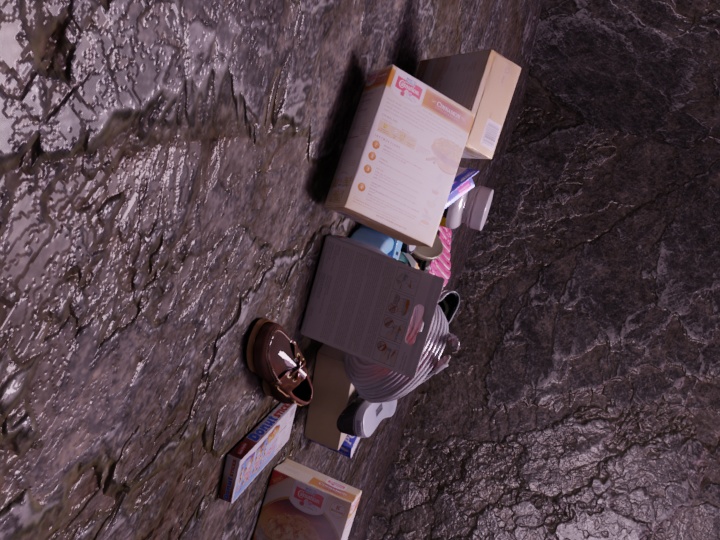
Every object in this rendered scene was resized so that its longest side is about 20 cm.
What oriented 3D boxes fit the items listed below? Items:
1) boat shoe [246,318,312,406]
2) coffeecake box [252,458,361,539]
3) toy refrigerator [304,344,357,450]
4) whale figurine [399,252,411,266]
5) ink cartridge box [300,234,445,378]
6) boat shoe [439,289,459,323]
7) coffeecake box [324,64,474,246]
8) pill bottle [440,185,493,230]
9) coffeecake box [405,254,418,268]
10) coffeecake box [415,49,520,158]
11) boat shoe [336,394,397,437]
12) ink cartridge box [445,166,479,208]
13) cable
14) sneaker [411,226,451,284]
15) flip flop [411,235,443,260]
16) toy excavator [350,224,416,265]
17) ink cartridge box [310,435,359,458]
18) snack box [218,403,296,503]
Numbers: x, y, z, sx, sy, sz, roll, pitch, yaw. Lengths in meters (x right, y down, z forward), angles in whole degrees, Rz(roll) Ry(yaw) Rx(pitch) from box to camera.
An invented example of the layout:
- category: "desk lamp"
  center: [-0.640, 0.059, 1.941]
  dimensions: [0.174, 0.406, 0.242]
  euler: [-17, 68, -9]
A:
- category: "boat shoe"
  center: [-0.104, 0.130, 0.933]
  dimensions: [0.201, 0.069, 0.071]
  euler: [79, 33, -62]
- category: "coffeecake box"
  center: [-0.102, 0.459, 1.185]
  dimensions: [0.073, 0.151, 0.204]
  euler: [1, 107, -76]
- category: "toy refrigerator"
  center: [-0.048, 0.229, 1.272]
  dimensions: [0.070, 0.075, 0.203]
  euler: [-50, 154, -57]
- category: "whale figurine"
  center: [0.064, 0.007, 1.372]
  dimensions: [0.200, 0.102, 0.162]
  euler: [-38, 144, -68]
- category: "ink cartridge box"
  center: [0.019, 0.051, 1.040]
  dimensions: [0.050, 0.196, 0.165]
  euler: [-18, 126, -73]
- category: "boat shoe"
  center: [0.132, 0.087, 1.270]
  dimensions: [0.074, 0.061, 0.200]
  euler: [61, 33, -5]
- category: "coffeecake box"
  center: [0.057, -0.157, 0.960]
  dimensions: [0.073, 0.151, 0.204]
  euler: [11, -100, 63]
- category: "pill bottle"
  center: [0.154, -0.147, 1.326]
  dimensions: [0.111, 0.196, 0.114]
  euler: [18, 90, -76]
- category: "coffeecake box"
  center: [0.110, -0.019, 1.557]
  dimensions: [0.153, 0.072, 0.204]
  euler: [-37, 142, -65]
- category: "coffeecake box"
  center: [0.159, -0.279, 1.156]
  dimensions: [0.199, 0.072, 0.157]
  euler: [20, -88, 59]
- category: "boat shoe"
  center: [0.012, 0.253, 1.251]
  dimensions: [0.200, 0.065, 0.072]
  euler: [-34, 118, -65]
- category: "ink cartridge box"
  center: [0.104, -0.131, 1.131]
  dimensions: [0.119, 0.199, 0.042]
  euler: [-37, 115, -15]
- category: "cable"
  center: [0.056, 0.124, 1.126]
  dimensions: [0.200, 0.069, 0.201]
  euler: [-43, -155, 11]
- category: "sneaker"
  center: [0.130, -0.031, 1.367]
  dimensions: [0.074, 0.086, 0.203]
  euler: [46, 41, -38]
- category: "flip flop"
  center: [0.100, -0.104, 1.257]
  dimensions: [0.081, 0.057, 0.202]
  euler: [-43, 114, -37]
- category: "toy excavator"
  center: [0.000, 0.000, 1.174]
  dimensions: [0.199, 0.099, 0.198]
  euler: [-7, 116, -60]
- category: "ink cartridge box"
  center: [-0.021, 0.276, 1.400]
  dimensions: [0.045, 0.092, 0.202]
  euler: [95, 19, -49]
- category: "snack box"
  center: [-0.148, 0.264, 1.017]
  dimensions: [0.200, 0.024, 0.073]
  euler: [-36, 143, -68]
